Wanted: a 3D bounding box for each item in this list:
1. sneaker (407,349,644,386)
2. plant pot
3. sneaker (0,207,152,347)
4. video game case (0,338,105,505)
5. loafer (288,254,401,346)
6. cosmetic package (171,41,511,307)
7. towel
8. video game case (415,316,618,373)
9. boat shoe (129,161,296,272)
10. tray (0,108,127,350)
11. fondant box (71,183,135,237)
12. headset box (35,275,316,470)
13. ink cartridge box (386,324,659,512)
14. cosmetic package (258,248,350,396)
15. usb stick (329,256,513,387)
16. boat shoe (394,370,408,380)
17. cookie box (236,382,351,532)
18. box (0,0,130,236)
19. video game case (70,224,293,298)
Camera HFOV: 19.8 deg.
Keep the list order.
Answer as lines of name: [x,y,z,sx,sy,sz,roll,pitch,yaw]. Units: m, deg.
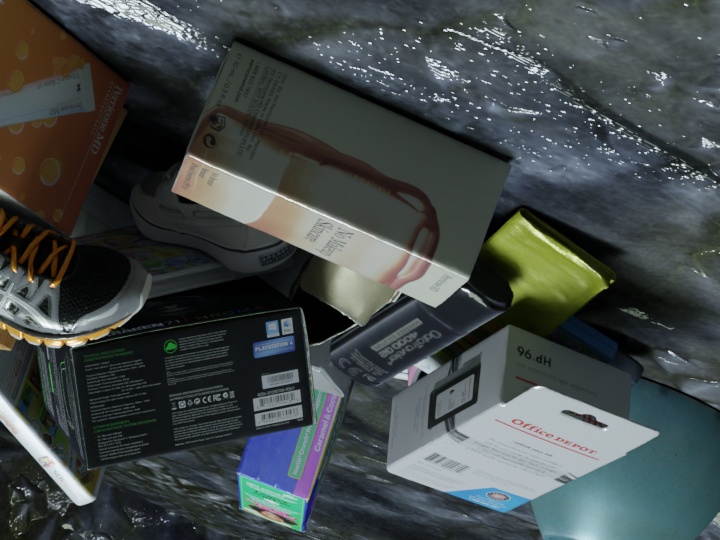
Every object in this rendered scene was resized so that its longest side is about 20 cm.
sneaker: [0.128,0.082,1.651,0.199,0.083,0.070,12,164,31]
plant pot: [0.220,0.181,1.766,0.199,0.136,0.200,20,164,6]
sneaker: [-0.240,-0.005,1.414,0.198,0.079,0.078,8,141,11]
video game case: [-0.249,0.057,1.655,0.023,0.201,0.182,-20,124,24]
loafer: [0.000,0.000,1.494,0.075,0.069,0.200,30,145,-5]
cosmetic package: [-0.015,-0.060,1.353,0.199,0.088,0.103,23,164,-5]
towel: [0.102,0.024,1.490,0.086,0.018,0.200,33,147,-7]
video game case: [0.080,0.042,1.565,0.199,0.018,0.143,32,144,-4]
boat shoe: [-0.120,-0.054,1.561,0.200,0.072,0.066,29,141,56]
tray: [-0.251,-0.039,1.526,0.037,0.201,0.098,37,158,-34]
fondant box: [-0.236,0.041,1.784,0.144,0.201,0.058,33,161,-38]
headset box: [-0.145,0.064,1.536,0.173,0.094,0.200,-10,-167,-16]
ink cartridge box: [0.120,0.106,1.519,0.115,0.068,0.200,21,148,-25]
cosmetic package: [-0.092,0.021,1.701,0.198,0.108,0.090,19,166,17]
usb stick: [0.042,0.039,1.518,0.055,0.033,0.200,34,146,-15]
boat shoe: [0.014,0.060,1.750,0.198,0.074,0.065,20,161,11]
cookie box: [-0.058,0.143,1.946,0.075,0.173,0.200,17,165,3]
box: [-0.271,-0.124,1.411,0.097,0.125,0.200,8,160,38]
video game case: [-0.171,-0.007,1.577,0.199,0.018,0.143,-12,-161,-29]
